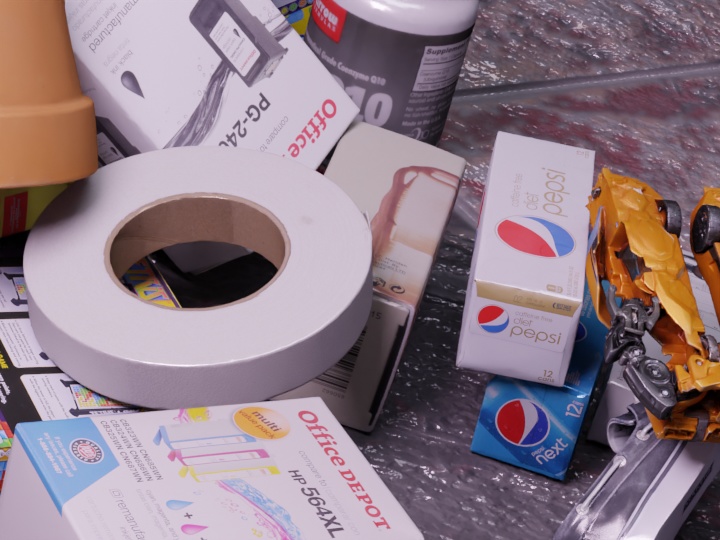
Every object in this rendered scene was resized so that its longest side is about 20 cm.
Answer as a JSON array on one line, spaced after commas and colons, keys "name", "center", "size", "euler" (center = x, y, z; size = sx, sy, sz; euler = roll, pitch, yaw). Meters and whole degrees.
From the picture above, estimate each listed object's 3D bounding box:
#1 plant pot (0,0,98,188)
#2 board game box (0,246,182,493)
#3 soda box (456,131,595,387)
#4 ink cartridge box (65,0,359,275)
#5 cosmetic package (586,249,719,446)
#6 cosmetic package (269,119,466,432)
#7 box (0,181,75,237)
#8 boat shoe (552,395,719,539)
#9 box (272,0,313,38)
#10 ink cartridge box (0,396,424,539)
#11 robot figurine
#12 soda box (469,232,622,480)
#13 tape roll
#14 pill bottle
[{"name": "plant pot", "center": [-0.247, -0.127, 1.395], "size": [0.199, 0.141, 0.200], "euler": [2, 10, 0]}, {"name": "board game box", "center": [-0.172, 0.061, 1.407], "size": [0.165, 0.057, 0.200], "euler": [0, 33, -28]}, {"name": "soda box", "center": [0.104, -0.010, 1.514], "size": [0.068, 0.064, 0.200], "euler": [11, 31, 1]}, {"name": "ink cartridge box", "center": [-0.114, -0.119, 1.552], "size": [0.200, 0.083, 0.145], "euler": [49, 55, -20]}, {"name": "cosmetic package", "center": [0.207, 0.054, 1.602], "size": [0.082, 0.051, 0.200], "euler": [18, 31, 5]}, {"name": "cosmetic package", "center": [0.000, 0.000, 1.543], "size": [0.087, 0.104, 0.200], "euler": [19, 32, 1]}, {"name": "box", "center": [-0.244, -0.046, 1.486], "size": [0.075, 0.050, 0.200], "euler": [6, 10, 17]}, {"name": "boat shoe", "center": [0.180, 0.102, 1.454], "size": [0.068, 0.072, 0.200], "euler": [27, 59, 17]}, {"name": "box", "center": [-0.076, -0.285, 1.880], "size": [0.122, 0.193, 0.200], "euler": [-7, 38, -33]}, {"name": "ink cartridge box", "center": [-0.071, 0.153, 1.238], "size": [0.199, 0.126, 0.129], "euler": [-5, 36, -30]}, {"name": "robot figurine", "center": [0.198, 0.027, 1.421], "size": [0.144, 0.058, 0.200], "euler": [6, 45, -15]}, {"name": "soda box", "center": [0.125, 0.047, 1.556], "size": [0.064, 0.068, 0.200], "euler": [18, 31, 7]}, {"name": "tape roll", "center": [-0.091, 0.001, 1.400], "size": [0.202, 0.037, 0.203], "euler": [0, 39, 0]}, {"name": "pill bottle", "center": [0.017, -0.159, 1.710], "size": [0.113, 0.200, 0.114], "euler": [12, 31, -7]}]
